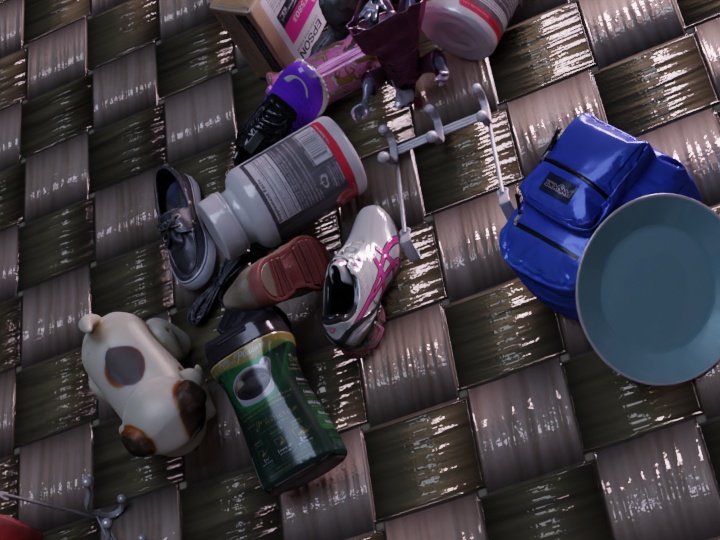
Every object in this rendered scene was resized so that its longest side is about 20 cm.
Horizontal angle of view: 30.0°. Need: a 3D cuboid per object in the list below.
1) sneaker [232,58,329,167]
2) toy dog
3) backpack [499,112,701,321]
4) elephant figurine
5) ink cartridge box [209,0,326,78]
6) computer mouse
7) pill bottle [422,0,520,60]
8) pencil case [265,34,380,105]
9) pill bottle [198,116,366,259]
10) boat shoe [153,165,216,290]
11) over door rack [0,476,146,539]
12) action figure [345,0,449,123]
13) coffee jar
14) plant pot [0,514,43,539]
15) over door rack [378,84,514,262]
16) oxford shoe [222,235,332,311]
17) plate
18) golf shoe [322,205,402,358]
[{"bbox_3d":[-0.112,-0.188,1.746,0.070,0.200,0.100,43,52,4],"label":"sneaker"},{"bbox_3d":[-0.249,0.141,1.620,0.139,0.195,0.200,-32,44,-9],"label":"toy dog"},{"bbox_3d":[0.247,-0.059,1.489,0.162,0.168,0.201,33,85,44],"label":"backpack"},{"bbox_3d":[0.000,-0.388,1.824,0.199,0.156,0.141,-31,15,-8],"label":"elephant figurine"},{"bbox_3d":[-0.109,-0.393,1.880,0.075,0.165,0.201,13,69,30],"label":"ink cartridge box"},{"bbox_3d":[-0.126,0.041,1.705,0.199,0.046,0.141,23,78,48],"label":"computer mouse"},{"bbox_3d":[0.166,-0.387,1.764,0.110,0.111,0.201,17,70,34],"label":"pill bottle"},{"bbox_3d":[-0.029,-0.273,1.813,0.199,0.087,0.083,-26,43,14],"label":"pencil case"},{"bbox_3d":[-0.101,-0.099,1.696,0.199,0.111,0.111,-32,50,-11],"label":"pill bottle"},{"bbox_3d":[-0.244,-0.063,1.806,0.070,0.066,0.201,-30,49,22],"label":"boat shoe"},{"bbox_3d":[-0.327,0.310,1.548,0.067,0.199,0.148,-56,47,21],"label":"over door rack"},{"bbox_3d":[0.039,-0.283,1.714,0.133,0.201,0.150,-12,55,4],"label":"action figure"},{"bbox_3d":[-0.101,0.150,1.559,0.104,0.085,0.201,-30,73,14],"label":"coffee jar"},{"bbox_3d":[-0.504,0.370,1.606,0.199,0.200,0.184,6,67,30],"label":"plant pot"},{"bbox_3d":[0.103,-0.130,1.660,0.147,0.067,0.201,-21,54,16],"label":"over door rack"},{"bbox_3d":[-0.098,0.005,1.631,0.074,0.200,0.071,-23,86,28],"label":"oxford shoe"},{"bbox_3d":[0.315,0.020,1.416,0.201,0.200,0.026,-50,12,-8],"label":"plate"},{"bbox_3d":[0.000,0.000,1.630,0.072,0.092,0.201,-6,58,26],"label":"golf shoe"}]
